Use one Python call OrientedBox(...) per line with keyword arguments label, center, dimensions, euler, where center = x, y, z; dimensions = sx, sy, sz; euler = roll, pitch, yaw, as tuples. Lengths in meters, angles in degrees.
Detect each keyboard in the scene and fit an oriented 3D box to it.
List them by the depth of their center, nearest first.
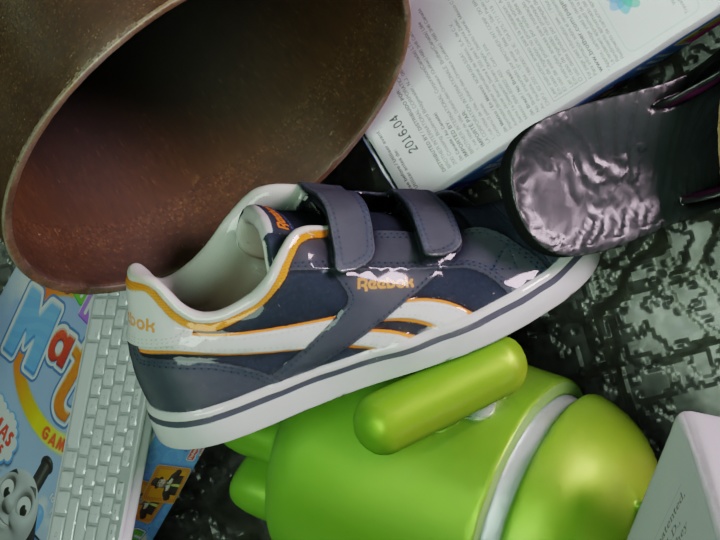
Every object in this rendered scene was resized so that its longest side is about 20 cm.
OrientedBox(label="keyboard", center=(-0.112, 0.089, 1.191), dimensions=(0.056, 0.011, 0.201), euler=(2, 79, 48))

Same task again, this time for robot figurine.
OrientedBox(label="robot figurine", center=(0.040, 0.091, 1.198), dimensions=(0.199, 0.116, 0.176), euler=(19, 140, 23))

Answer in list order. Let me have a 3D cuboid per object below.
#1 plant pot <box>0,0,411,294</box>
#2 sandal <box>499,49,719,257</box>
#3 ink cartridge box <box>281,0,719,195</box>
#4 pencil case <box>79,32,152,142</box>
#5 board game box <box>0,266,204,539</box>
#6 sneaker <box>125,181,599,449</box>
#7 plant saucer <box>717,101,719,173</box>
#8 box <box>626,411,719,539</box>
OrientedBox(label="plant pot", center=(-0.111, -0.126, 1.143), dimensions=(0.187, 0.187, 0.200), euler=(-46, 64, 18))
OrientedBox(label="sandal", center=(0.153, -0.058, 1.137), dimensions=(0.200, 0.048, 0.076), euler=(-26, 94, -16))
OrientedBox(label="ink cartridge box", center=(0.049, -0.119, 1.196), dimensions=(0.200, 0.076, 0.137), euler=(-32, 85, 18))
OrientedBox(label="pencil case", center=(-0.172, -0.063, 1.272), dimensions=(0.199, 0.088, 0.089), euler=(-3, 96, 17))
OrientedBox(label="board game box", center=(-0.144, 0.093, 1.264), dimensions=(0.200, 0.036, 0.151), euler=(-59, 40, 14))
OrientedBox(label="sneaker", center=(0.000, 0.000, 1.140), dimensions=(0.199, 0.078, 0.080), euler=(-22, 112, -13))
OrientedBox(label="plant saucer", center=(0.241, -0.051, 1.111), dimensions=(0.199, 0.035, 0.201), euler=(1, 85, -10))
OrientedBox(label="box", center=(0.192, 0.186, 1.104), dimensions=(0.198, 0.131, 0.201), euler=(13, 118, -10))
